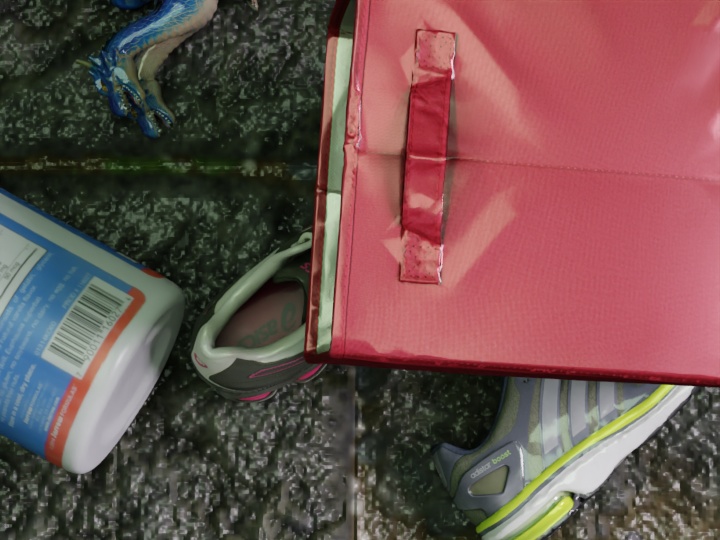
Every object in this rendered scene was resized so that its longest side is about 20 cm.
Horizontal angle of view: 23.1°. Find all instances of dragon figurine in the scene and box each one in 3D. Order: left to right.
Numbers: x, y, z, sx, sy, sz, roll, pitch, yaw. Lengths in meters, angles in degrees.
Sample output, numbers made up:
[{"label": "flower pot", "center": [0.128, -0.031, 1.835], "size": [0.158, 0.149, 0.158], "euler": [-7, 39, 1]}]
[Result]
[{"label": "dragon figurine", "center": [-0.116, -0.175, 0.947], "size": [0.099, 0.059, 0.200], "euler": [-15, 85, 1]}]

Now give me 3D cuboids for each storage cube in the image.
[{"label": "storage cube", "center": [0.073, -0.038, 0.788], "size": [0.179, 0.200, 0.171], "euler": [4, 86, -4]}]

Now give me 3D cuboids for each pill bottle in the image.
[{"label": "pill bottle", "center": [-0.201, 0.011, 0.909], "size": [0.200, 0.112, 0.112], "euler": [29, 87, 6]}]

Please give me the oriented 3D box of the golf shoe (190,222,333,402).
[{"label": "golf shoe", "center": [0.000, 0.000, 0.911], "size": [0.200, 0.088, 0.077], "euler": [-37, 82, -2]}]

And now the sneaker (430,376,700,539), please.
[{"label": "sneaker", "center": [0.118, 0.060, 0.908], "size": [0.200, 0.074, 0.081], "euler": [-45, 81, -3]}]
